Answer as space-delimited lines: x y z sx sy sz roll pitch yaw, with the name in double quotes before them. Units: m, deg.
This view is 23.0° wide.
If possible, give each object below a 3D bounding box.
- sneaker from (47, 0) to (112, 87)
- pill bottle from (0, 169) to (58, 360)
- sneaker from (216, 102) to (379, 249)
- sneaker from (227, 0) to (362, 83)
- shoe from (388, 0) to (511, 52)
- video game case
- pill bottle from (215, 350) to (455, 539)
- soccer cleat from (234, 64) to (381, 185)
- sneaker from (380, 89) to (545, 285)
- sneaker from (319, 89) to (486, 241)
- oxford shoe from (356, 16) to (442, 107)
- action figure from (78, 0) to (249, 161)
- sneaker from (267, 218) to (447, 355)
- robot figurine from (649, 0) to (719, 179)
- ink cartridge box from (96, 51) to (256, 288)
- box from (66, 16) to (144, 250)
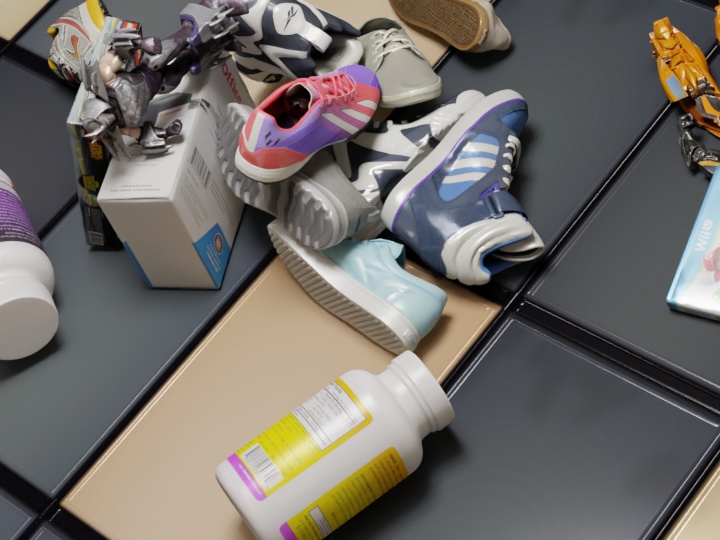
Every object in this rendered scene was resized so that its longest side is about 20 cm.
"sneaker" -0.294 -0.220 1.931 0.082 0.078 0.200 -27 40 3
"pill bottle" -0.370 -0.007 1.761 0.111 0.112 0.200 -30 50 -5
"sneaker" -0.064 -0.089 1.674 0.082 0.075 0.200 -12 47 -41
"sneaker" -0.056 -0.216 1.775 0.129 0.199 0.080 32 75 12
"shoe" 0.088 -0.281 1.854 0.053 0.070 0.200 1 32 -36
"video game case" 0.383 -0.010 1.540 0.199 0.018 0.144 15 71 29
"pill bottle" -0.018 0.156 1.516 0.199 0.105 0.104 -35 50 -9
"soccer cleat" -0.040 -0.151 1.629 0.068 0.074 0.200 33 44 19
"sneaker" 0.132 -0.068 1.662 0.146 0.081 0.200 36 65 24
"sneaker" 0.021 -0.130 1.737 0.199 0.080 0.130 -45 60 -4
"oxford shoe" 0.031 -0.208 1.760 0.075 0.058 0.200 -11 24 -7
"action figure" -0.189 -0.182 1.636 0.069 0.131 0.200 27 54 26
"sneaker" 0.000 0.000 1.657 0.082 0.074 0.200 -41 61 -20
"robot figurine" 0.352 -0.170 1.664 0.144 0.058 0.201 -24 49 4
"ink cartridge box" -0.173 -0.105 1.744 0.083 0.145 0.201 0 54 20
"box" -0.246 -0.134 1.758 0.040 0.201 0.138 10 56 4
